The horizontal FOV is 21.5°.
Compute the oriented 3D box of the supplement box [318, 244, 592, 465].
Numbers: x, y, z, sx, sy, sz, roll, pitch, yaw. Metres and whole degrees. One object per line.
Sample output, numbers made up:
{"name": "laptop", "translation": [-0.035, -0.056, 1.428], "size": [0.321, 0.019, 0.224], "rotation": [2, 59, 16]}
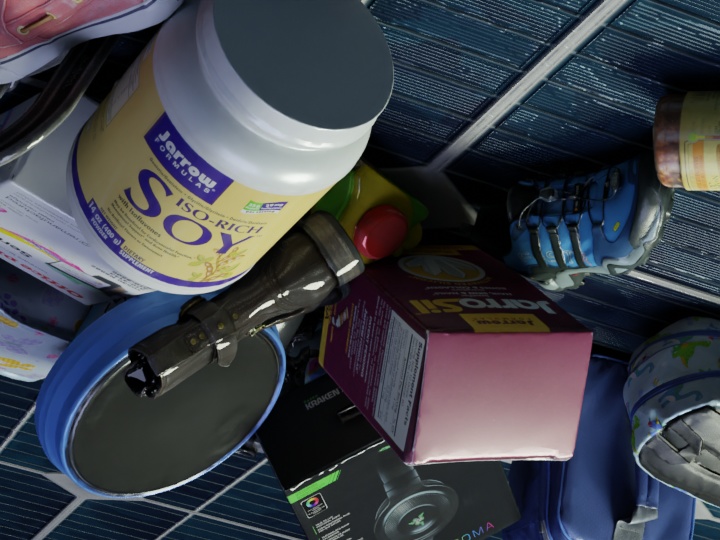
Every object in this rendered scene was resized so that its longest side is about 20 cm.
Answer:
{"name": "supplement box", "translation": [0.063, 0.056, 1.379], "size": [0.131, 0.103, 0.200], "rotation": [1, -161, -22]}

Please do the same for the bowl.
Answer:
{"name": "bowl", "translation": [-0.147, 0.095, 1.433], "size": [0.201, 0.039, 0.201], "rotation": [-22, 141, -20]}

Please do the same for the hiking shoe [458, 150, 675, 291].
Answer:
{"name": "hiking shoe", "translation": [0.146, -0.035, 1.321], "size": [0.087, 0.074, 0.200], "rotation": [17, 156, -18]}

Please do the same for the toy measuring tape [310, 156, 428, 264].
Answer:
{"name": "toy measuring tape", "translation": [-0.021, -0.054, 1.342], "size": [0.074, 0.074, 0.200], "rotation": [-7, 154, 34]}

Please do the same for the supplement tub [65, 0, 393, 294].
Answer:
{"name": "supplement tub", "translation": [-0.082, -0.088, 1.178], "size": [0.145, 0.145, 0.200], "rotation": [20, 143, -23]}

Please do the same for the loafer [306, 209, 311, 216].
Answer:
{"name": "loafer", "translation": [0.000, 0.000, 1.475], "size": [0.200, 0.063, 0.072], "rotation": [22, 154, -26]}

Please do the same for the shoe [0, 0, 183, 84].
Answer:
{"name": "shoe", "translation": [-0.203, -0.177, 1.150], "size": [0.200, 0.072, 0.091], "rotation": [-11, 144, 36]}

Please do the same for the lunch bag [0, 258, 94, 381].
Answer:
{"name": "lunch bag", "translation": [-0.285, 0.012, 1.549], "size": [0.170, 0.127, 0.200], "rotation": [-11, 160, 42]}

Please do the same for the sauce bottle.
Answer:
{"name": "sauce bottle", "translation": [0.284, -0.081, 1.170], "size": [0.200, 0.066, 0.066], "rotation": [0, 155, 22]}

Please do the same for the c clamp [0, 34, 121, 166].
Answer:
{"name": "c clamp", "translation": [-0.227, -0.104, 1.206], "size": [0.171, 0.200, 0.027], "rotation": [-21, 117, 20]}

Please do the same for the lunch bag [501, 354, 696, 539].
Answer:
{"name": "lunch bag", "translation": [0.210, 0.180, 1.629], "size": [0.136, 0.200, 0.132], "rotation": [14, 155, -16]}

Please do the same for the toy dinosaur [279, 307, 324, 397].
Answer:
{"name": "toy dinosaur", "translation": [-0.100, 0.043, 1.587], "size": [0.136, 0.102, 0.200], "rotation": [35, 152, -20]}

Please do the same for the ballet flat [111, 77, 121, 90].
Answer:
{"name": "ballet flat", "translation": [-0.104, -0.080, 1.340], "size": [0.066, 0.057, 0.200], "rotation": [-7, 151, 34]}

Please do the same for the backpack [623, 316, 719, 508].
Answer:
{"name": "backpack", "translation": [0.306, 0.124, 1.548], "size": [0.200, 0.154, 0.163], "rotation": [7, 149, -36]}

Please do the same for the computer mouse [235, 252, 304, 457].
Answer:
{"name": "computer mouse", "translation": [-0.102, 0.064, 1.517], "size": [0.138, 0.053, 0.200], "rotation": [21, 112, -20]}

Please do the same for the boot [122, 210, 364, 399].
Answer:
{"name": "boot", "translation": [-0.091, 0.029, 1.318], "size": [0.069, 0.174, 0.200], "rotation": [56, 169, 3]}

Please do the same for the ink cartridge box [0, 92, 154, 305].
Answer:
{"name": "ink cartridge box", "translation": [-0.204, -0.049, 1.356], "size": [0.145, 0.084, 0.200], "rotation": [31, 161, -22]}

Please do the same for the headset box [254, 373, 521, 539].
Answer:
{"name": "headset box", "translation": [0.021, 0.157, 1.562], "size": [0.174, 0.093, 0.200], "rotation": [-26, 137, -5]}

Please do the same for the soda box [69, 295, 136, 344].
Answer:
{"name": "soda box", "translation": [-0.165, 0.041, 1.471], "size": [0.064, 0.200, 0.068], "rotation": [21, -161, -43]}

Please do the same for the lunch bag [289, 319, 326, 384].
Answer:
{"name": "lunch bag", "translation": [0.031, 0.104, 1.687], "size": [0.200, 0.077, 0.160], "rotation": [20, 150, -26]}
